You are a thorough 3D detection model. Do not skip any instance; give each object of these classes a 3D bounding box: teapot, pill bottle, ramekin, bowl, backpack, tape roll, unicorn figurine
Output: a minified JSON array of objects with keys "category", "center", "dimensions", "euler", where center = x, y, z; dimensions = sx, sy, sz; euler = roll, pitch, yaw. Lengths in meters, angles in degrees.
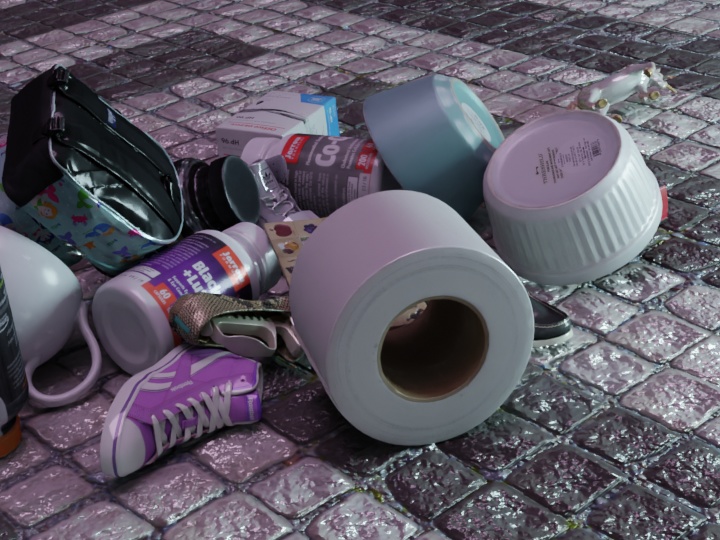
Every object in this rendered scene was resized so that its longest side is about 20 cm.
[{"category":"teapot","center":[-0.389,0.051,1.277],"dimensions":[0.199,0.197,0.147],"euler":[-6,53,41]},{"category":"pill bottle","center":[-0.371,0.080,1.156],"dimensions":[0.105,0.201,0.106],"euler":[-5,27,2]},{"category":"pill bottle","center":[-0.179,0.024,1.328],"dimensions":[0.111,0.112,0.200],"euler":[16,34,35]},{"category":"ramekin","center":[0.233,-0.091,1.410],"dimensions":[0.199,0.105,0.201],"euler":[-17,41,16]},{"category":"pill bottle","center":[-0.048,-0.114,1.570],"dimensions":[0.199,0.115,0.114],"euler":[7,30,22]},{"category":"pill bottle","center":[-0.223,-0.067,1.454],"dimensions":[0.199,0.112,0.112],"euler":[-16,22,23]},{"category":"bowl","center":[0.105,-0.159,1.513],"dimensions":[0.105,0.201,0.201],"euler":[-35,19,21]},{"category":"backpack","center":[-0.285,-0.092,1.309],"dimensions":[0.150,0.200,0.178],"euler":[-35,43,26]},{"category":"tape roll","center":[0.045,0.043,1.158],"dimensions":[0.201,0.204,0.139],"euler":[-12,28,-14]},{"category":"unicorn figurine","center":[0.391,-0.267,1.828],"dimensions":[0.199,0.074,0.137],"euler":[-13,17,-3]}]

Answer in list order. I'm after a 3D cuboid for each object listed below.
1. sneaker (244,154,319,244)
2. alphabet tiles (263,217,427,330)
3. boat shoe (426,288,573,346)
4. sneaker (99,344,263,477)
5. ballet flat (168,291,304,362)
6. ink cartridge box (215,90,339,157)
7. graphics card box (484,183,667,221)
[{"category":"sneaker","center":[-0.096,-0.070,1.486],"dimensions":[0.199,0.116,0.075],"euler":[18,30,37]},{"category":"alphabet tiles","center":[0.000,0.000,1.318],"dimensions":[0.166,0.008,0.200],"euler":[-6,38,-17]},{"category":"boat shoe","center":[0.141,0.027,1.320],"dimensions":[0.072,0.068,0.200],"euler":[-23,34,-35]},{"category":"sneaker","center":[-0.157,0.130,1.167],"dimensions":[0.114,0.073,0.201],"euler":[9,30,20]},{"category":"ballet flat","center":[-0.099,0.062,1.259],"dimensions":[0.199,0.068,0.075],"euler":[5,29,-40]},{"category":"ink cartridge box","center":[-0.127,-0.191,1.780],"dimensions":[0.115,0.068,0.200],"euler":[9,31,25]},{"category":"graphics card box","center":[0.265,-0.092,1.544],"dimensions":[0.125,0.051,0.200],"euler":[-24,32,-32]}]
